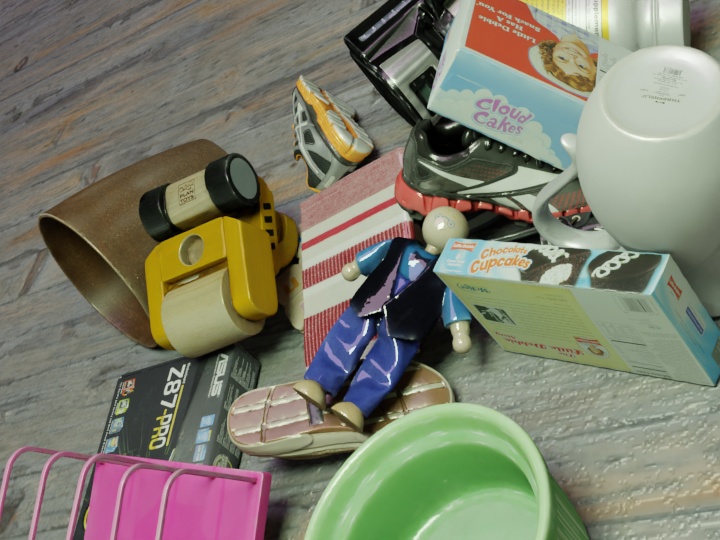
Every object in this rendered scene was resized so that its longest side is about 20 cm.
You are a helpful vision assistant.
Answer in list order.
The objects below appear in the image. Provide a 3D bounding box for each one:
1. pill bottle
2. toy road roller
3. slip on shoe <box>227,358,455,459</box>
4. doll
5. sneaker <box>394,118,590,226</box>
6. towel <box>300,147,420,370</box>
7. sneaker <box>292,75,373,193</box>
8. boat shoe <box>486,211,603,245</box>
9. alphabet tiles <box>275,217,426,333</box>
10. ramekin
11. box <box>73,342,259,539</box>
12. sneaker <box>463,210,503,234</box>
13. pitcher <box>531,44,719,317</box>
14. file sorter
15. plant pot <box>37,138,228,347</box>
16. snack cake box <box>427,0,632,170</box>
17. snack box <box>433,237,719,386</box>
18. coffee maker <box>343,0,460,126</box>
[{"bbox_3d":[0.197,-0.219,1.030,0.198,0.113,0.113,-1,52,21],"label":"pill bottle"},{"bbox_3d":[-0.129,-0.009,1.142,0.122,0.146,0.202,-20,64,27],"label":"toy road roller"},{"bbox_3d":[-0.014,0.126,0.966,0.198,0.061,0.077,-13,60,11],"label":"slip on shoe"},{"bbox_3d":[0.032,0.035,0.933,0.136,0.049,0.201,26,76,25],"label":"doll"},{"bbox_3d":[0.127,-0.091,0.960,0.198,0.099,0.071,3,40,7],"label":"sneaker"},{"bbox_3d":[0.000,0.000,1.046,0.143,0.023,0.202,-25,57,40],"label":"towel"},{"bbox_3d":[-0.047,-0.155,1.262,0.078,0.078,0.200,-56,25,19],"label":"sneaker"},{"bbox_3d":[0.165,-0.014,0.930,0.199,0.057,0.069,-22,42,29],"label":"boat shoe"},{"bbox_3d":[-0.004,-0.027,1.141,0.200,0.015,0.196,-43,34,2],"label":"alphabet tiles"},{"bbox_3d":[0.064,0.203,0.782,0.199,0.098,0.201,-25,40,24],"label":"ramekin"},{"bbox_3d":[-0.187,0.179,1.089,0.160,0.049,0.201,-16,46,29],"label":"box"},{"bbox_3d":[0.139,-0.111,1.027,0.199,0.082,0.070,-35,33,12],"label":"sneaker"},{"bbox_3d":[0.194,-0.062,0.795,0.170,0.201,0.122,11,61,24],"label":"pitcher"},{"bbox_3d":[-0.196,0.224,0.934,0.198,0.125,0.140,-1,76,34],"label":"file sorter"},{"bbox_3d":[-0.221,-0.050,1.260,0.200,0.188,0.186,-44,34,-24],"label":"plant pot"},{"bbox_3d":[0.163,-0.149,0.934,0.116,0.198,0.067,-73,8,-45],"label":"snack cake box"},{"bbox_3d":[0.162,0.028,0.843,0.199,0.116,0.037,7,59,46],"label":"snack box"},{"bbox_3d":[0.093,-0.259,1.201,0.200,0.135,0.192,-39,13,5],"label":"coffee maker"}]
